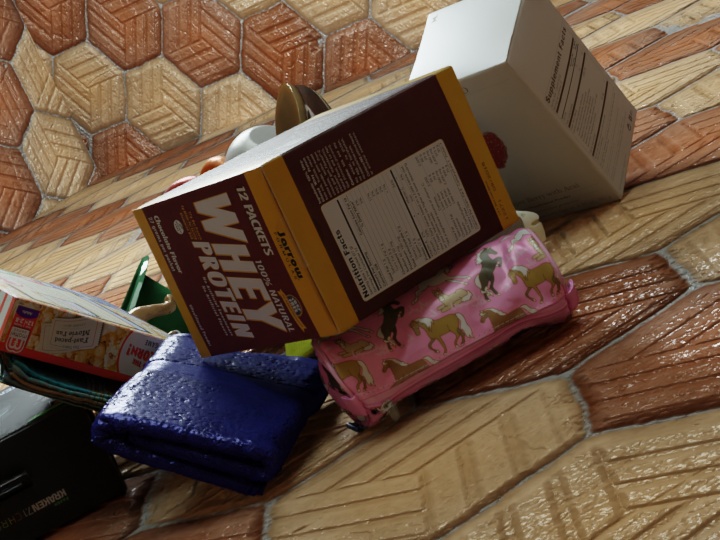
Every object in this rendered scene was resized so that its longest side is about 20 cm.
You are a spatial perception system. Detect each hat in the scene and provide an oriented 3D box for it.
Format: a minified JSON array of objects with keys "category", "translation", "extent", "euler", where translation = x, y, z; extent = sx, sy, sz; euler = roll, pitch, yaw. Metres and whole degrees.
[{"category":"hat","translation":[-0.168,0.086,1.641],"extent":[0.166,0.175,0.201],"euler":[179,112,-78]}]

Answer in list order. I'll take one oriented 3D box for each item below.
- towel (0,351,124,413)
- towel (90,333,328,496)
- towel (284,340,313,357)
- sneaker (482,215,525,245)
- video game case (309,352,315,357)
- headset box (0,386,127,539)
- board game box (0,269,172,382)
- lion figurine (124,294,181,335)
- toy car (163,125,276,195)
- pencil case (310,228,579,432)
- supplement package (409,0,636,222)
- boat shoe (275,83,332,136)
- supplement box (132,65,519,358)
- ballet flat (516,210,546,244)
[{"category":"towel","translation":[-0.200,0.101,1.319],"extent":[0.147,0.199,0.022],"euler":[-153,82,-74]},{"category":"towel","translation":[-0.110,0.110,1.238],"extent":[0.147,0.050,0.200],"euler":[10,17,8]},{"category":"towel","translation":[0.000,0.000,1.418],"extent":[0.200,0.018,0.086],"euler":[-41,35,24]},{"category":"sneaker","translation":[0.055,0.009,1.323],"extent":[0.071,0.073,0.200],"euler":[23,50,41]},{"category":"video game case","translation":[0.020,-0.025,1.454],"extent":[0.181,0.023,0.201],"euler":[-15,53,43]},{"category":"headset box","translation":[-0.304,0.172,1.375],"extent":[0.174,0.093,0.200],"euler":[-28,13,-9]},{"category":"board game box","translation":[-0.257,0.043,1.342],"extent":[0.151,0.046,0.200],"euler":[22,1,44]},{"category":"lion figurine","translation":[-0.200,0.081,1.470],"extent":[0.122,0.073,0.200],"euler":[-19,23,-31]},{"category":"toy car","translation":[-0.129,-0.040,1.599],"extent":[0.149,0.176,0.200],"euler":[2,37,-7]},{"category":"pencil case","translation":[0.063,0.042,1.203],"extent":[0.200,0.087,0.083],"euler":[-29,-6,-11]},{"category":"supplement package","translation":[0.154,-0.156,1.514],"extent":[0.121,0.200,0.120],"euler":[-16,43,38]},{"category":"boat shoe","translation":[-0.031,-0.106,1.506],"extent":[0.070,0.071,0.200],"euler":[0,42,-19]},{"category":"supplement box","translation":[-0.029,-0.043,1.243],"extent":[0.200,0.133,0.197],"euler":[-31,11,-35]},{"category":"ballet flat","translation":[0.130,-0.036,1.471],"extent":[0.075,0.068,0.200],"euler":[-5,9,-4]}]
